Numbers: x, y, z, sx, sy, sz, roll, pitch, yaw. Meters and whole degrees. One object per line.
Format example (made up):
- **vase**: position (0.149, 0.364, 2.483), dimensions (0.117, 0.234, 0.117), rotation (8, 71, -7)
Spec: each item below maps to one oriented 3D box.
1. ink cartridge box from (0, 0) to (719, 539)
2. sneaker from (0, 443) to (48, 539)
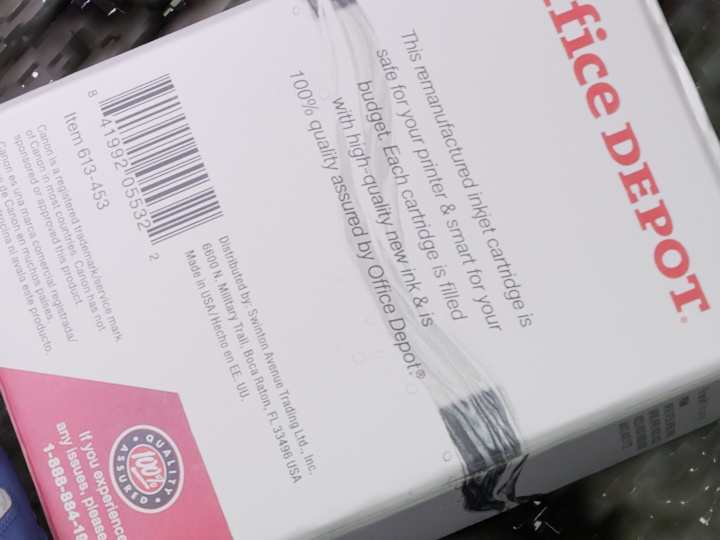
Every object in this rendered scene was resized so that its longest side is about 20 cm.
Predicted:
- **ink cartridge box**: position (0.000, 0.000, 0.771), dimensions (0.199, 0.084, 0.145), rotation (-22, 75, 1)
- **sneaker**: position (-0.137, 0.028, 0.735), dimensions (0.075, 0.088, 0.200), rotation (-18, 42, -18)
